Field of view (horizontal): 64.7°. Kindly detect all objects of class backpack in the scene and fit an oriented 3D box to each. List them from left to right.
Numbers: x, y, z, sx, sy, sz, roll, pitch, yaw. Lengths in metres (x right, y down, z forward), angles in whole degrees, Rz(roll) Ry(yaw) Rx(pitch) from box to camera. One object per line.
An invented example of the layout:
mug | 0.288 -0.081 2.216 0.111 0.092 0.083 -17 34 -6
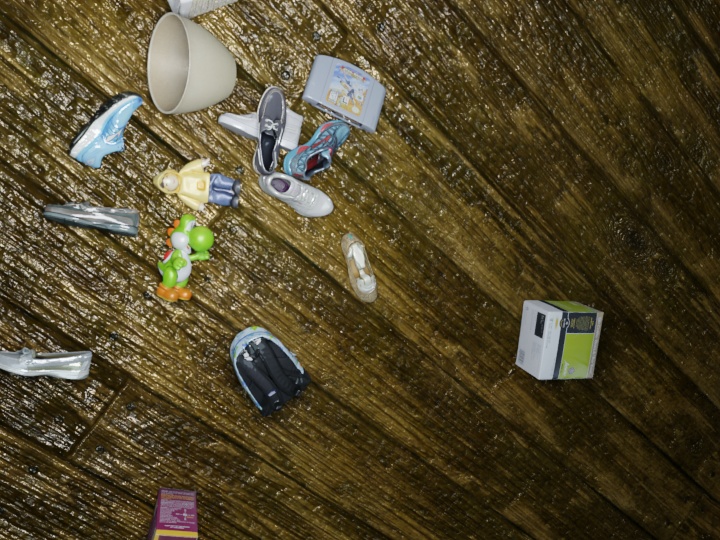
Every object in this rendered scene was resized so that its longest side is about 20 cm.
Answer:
backpack | -0.246 0.239 1.438 0.162 0.154 0.201 -37 131 -5

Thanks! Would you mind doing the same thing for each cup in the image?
cup | -0.357 -0.439 1.246 0.142 0.198 0.205 -5 104 -44

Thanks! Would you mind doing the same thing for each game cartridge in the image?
game cartridge | -0.035 -0.437 1.393 0.197 0.041 0.136 21 80 -19

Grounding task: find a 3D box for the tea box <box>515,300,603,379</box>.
tea box | 0.586 0.203 1.683 0.193 0.134 0.204 3 100 -17

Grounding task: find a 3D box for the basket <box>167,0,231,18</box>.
basket | -0.347 -0.656 1.186 0.159 0.200 0.201 -24 107 -13

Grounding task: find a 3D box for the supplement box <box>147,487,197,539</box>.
supplement box | -0.468 0.655 1.409 0.101 0.200 0.133 13 97 -19

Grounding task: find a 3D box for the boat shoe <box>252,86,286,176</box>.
boat shoe | -0.202 -0.317 1.303 0.071 0.063 0.204 6 101 -28

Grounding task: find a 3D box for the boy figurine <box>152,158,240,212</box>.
boy figurine | -0.383 -0.204 1.337 0.196 0.064 0.127 10 100 -22

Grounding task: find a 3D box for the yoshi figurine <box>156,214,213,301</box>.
yoshi figurine | -0.407 -0.027 1.349 0.110 0.112 0.204 12 95 -35

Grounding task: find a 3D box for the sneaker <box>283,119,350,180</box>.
sneaker | -0.088 -0.283 1.380 0.200 0.095 0.080 -43 140 -15

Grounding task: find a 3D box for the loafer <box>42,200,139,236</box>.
loafer | -0.605 -0.127 1.289 0.197 0.072 0.064 12 77 -26

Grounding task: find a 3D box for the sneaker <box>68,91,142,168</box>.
sneaker | -0.553 -0.313 1.269 0.200 0.078 0.090 -47 129 0

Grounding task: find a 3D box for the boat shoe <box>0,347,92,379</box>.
boat shoe | -0.728 0.206 1.309 0.199 0.074 0.066 13 91 -23

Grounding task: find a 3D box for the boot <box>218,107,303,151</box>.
boot | -0.234 -0.360 1.355 0.197 0.073 0.097 15 90 -28

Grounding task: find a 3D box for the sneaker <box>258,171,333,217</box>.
sneaker | -0.154 -0.181 1.394 0.197 0.099 0.076 21 92 -21

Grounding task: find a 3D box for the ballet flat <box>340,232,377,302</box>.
ballet flat | 0.000 0.000 1.496 0.070 0.065 0.203 -26 108 -10
